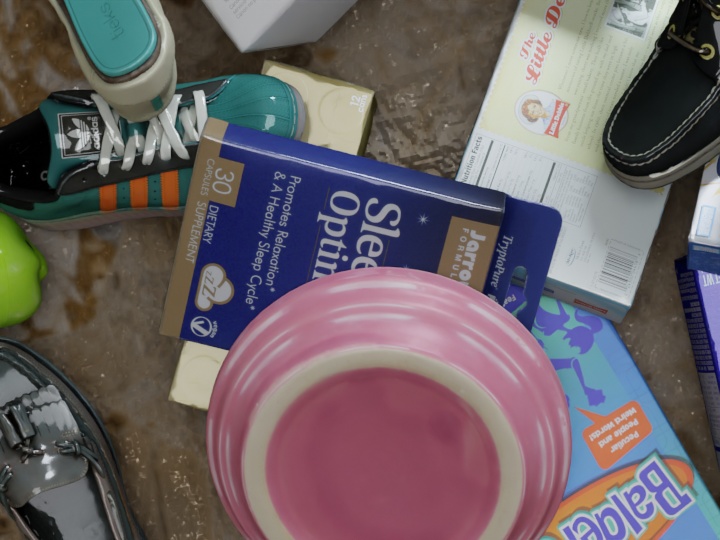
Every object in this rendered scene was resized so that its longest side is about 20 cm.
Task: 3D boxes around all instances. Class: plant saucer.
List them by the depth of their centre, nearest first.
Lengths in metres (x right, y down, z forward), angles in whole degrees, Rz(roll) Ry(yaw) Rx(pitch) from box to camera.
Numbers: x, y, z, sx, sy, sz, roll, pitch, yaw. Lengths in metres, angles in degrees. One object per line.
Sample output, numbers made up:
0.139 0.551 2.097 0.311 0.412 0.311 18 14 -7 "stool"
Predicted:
0.013 0.099 1.231 0.200 0.051 0.201 2 113 5 "plant saucer"

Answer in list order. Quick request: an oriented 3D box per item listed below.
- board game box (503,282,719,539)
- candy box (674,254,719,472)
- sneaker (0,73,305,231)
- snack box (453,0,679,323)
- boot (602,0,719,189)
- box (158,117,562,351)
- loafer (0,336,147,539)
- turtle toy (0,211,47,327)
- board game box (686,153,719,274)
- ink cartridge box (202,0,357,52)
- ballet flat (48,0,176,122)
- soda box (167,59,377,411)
0.100 0.106 1.306 0.152 0.045 0.200 -31 88 1 "board game box"
0.281 0.071 1.285 0.168 0.077 0.201 -13 89 1 "candy box"
-0.129 -0.067 1.264 0.199 0.080 0.072 -15 73 26 "sneaker"
0.125 -0.084 1.289 0.116 0.037 0.201 20 74 2 "snack box"
0.179 -0.156 1.203 0.204 0.154 0.073 -48 49 -6 "boot"
0.000 0.000 1.236 0.199 0.032 0.122 13 113 -2 "box"
-0.165 0.128 1.290 0.072 0.063 0.201 -29 100 0 "loafer"
-0.274 -0.013 1.286 0.199 0.146 0.101 25 66 -15 "turtle toy"
0.264 -0.083 1.262 0.135 0.034 0.201 10 65 11 "board game box"
-0.057 -0.243 1.261 0.146 0.083 0.200 -42 77 29 "ink cartridge box"
-0.147 -0.165 1.252 0.069 0.070 0.201 -23 63 1 "ballet flat"
-0.048 -0.014 1.305 0.067 0.064 0.201 16 90 2 "soda box"
